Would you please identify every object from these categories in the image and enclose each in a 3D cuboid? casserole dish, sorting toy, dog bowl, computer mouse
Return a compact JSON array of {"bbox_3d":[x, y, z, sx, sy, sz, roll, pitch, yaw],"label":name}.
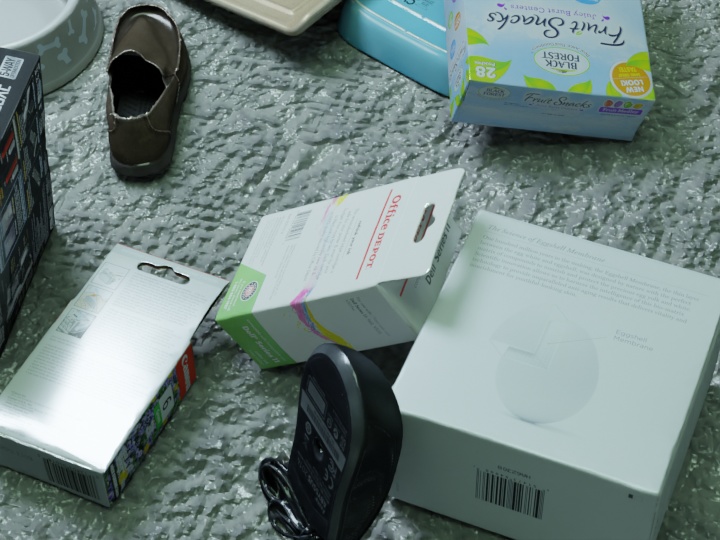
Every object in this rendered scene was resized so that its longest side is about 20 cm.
[{"bbox_3d":[0.070,-0.231,1.532,0.200,0.039,0.121,32,57,27],"label":"casserole dish"},{"bbox_3d":[-0.067,-0.294,1.582,0.200,0.036,0.185,23,53,35],"label":"sorting toy"},{"bbox_3d":[-0.342,-0.240,1.537,0.200,0.059,0.200,-1,50,1],"label":"dog bowl"},{"bbox_3d":[-0.012,0.127,1.133,0.053,0.200,0.139,-9,46,-25],"label":"computer mouse"}]

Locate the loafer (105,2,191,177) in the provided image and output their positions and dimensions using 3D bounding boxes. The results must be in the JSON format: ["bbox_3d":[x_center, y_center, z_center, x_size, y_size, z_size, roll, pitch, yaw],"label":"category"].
[{"bbox_3d":[-0.189,-0.174,1.468,0.073,0.071,0.200,-5,50,-2],"label":"loafer"}]

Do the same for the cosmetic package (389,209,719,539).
[{"bbox_3d":[0.143,0.087,1.203,0.199,0.123,0.200,17,54,15],"label":"cosmetic package"}]

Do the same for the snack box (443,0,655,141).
[{"bbox_3d":[0.162,-0.219,1.462,0.169,0.068,0.200,4,59,-11],"label":"snack box"}]

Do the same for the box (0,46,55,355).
[{"bbox_3d":[-0.287,-0.047,1.279,0.050,0.200,0.158,11,51,3],"label":"box"}]

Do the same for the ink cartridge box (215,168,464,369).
[{"bbox_3d":[0.000,0.000,1.256,0.200,0.067,0.117,-12,41,36],"label":"ink cartridge box"}]

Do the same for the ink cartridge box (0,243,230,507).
[{"bbox_3d":[-0.190,0.076,1.270,0.109,0.050,0.200,18,51,17],"label":"ink cartridge box"}]
